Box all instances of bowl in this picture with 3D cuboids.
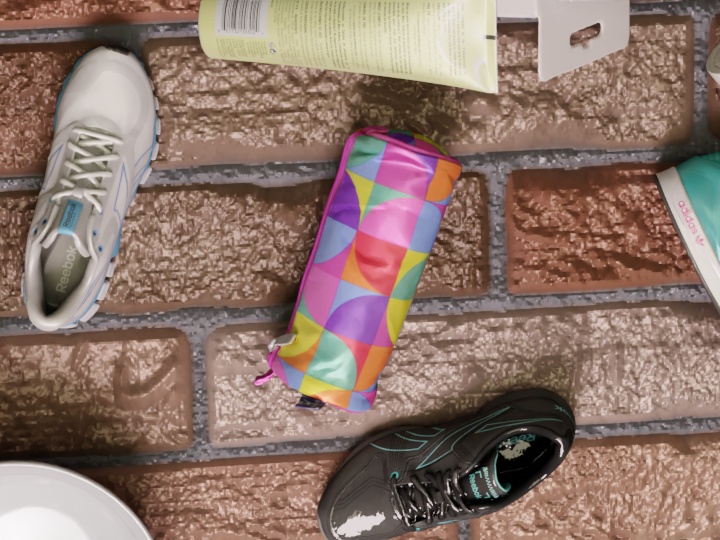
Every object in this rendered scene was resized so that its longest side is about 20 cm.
[{"bbox_3d":[-0.230,0.216,1.124,0.199,0.090,0.203,-1,101,-4],"label":"bowl"}]

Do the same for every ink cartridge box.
[{"bbox_3d":[0.114,-0.232,1.036,0.116,0.067,0.202,-25,115,-44],"label":"ink cartridge box"}]

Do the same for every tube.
[{"bbox_3d":[-0.006,-0.157,1.050,0.198,0.058,0.052,6,70,20],"label":"tube"}]

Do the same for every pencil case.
[{"bbox_3d":[0.000,0.000,1.102,0.088,0.088,0.201,21,97,-8],"label":"pencil case"}]

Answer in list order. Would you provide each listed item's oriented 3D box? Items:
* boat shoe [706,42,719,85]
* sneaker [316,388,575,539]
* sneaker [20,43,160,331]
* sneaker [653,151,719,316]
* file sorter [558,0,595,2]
[{"bbox_3d":[0.330,-0.177,1.097,0.201,0.072,0.060,-38,111,4],"label":"boat shoe"},{"bbox_3d":[0.060,0.141,1.136,0.199,0.079,0.076,-27,102,3],"label":"sneaker"},{"bbox_3d":[-0.182,-0.050,1.078,0.074,0.087,0.202,12,99,-5],"label":"sneaker"},{"bbox_3d":[0.300,-0.005,1.125,0.120,0.084,0.201,-27,101,11],"label":"sneaker"},{"bbox_3d":[0.236,-0.238,0.993,0.199,0.124,0.140,-10,106,-33],"label":"file sorter"}]
